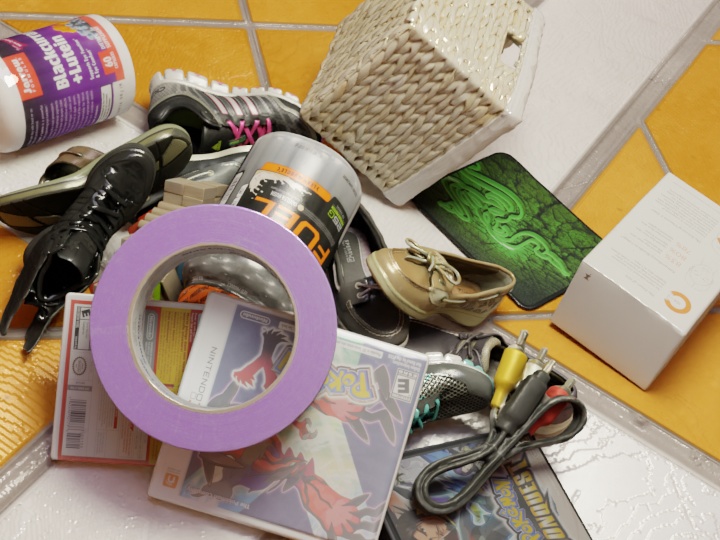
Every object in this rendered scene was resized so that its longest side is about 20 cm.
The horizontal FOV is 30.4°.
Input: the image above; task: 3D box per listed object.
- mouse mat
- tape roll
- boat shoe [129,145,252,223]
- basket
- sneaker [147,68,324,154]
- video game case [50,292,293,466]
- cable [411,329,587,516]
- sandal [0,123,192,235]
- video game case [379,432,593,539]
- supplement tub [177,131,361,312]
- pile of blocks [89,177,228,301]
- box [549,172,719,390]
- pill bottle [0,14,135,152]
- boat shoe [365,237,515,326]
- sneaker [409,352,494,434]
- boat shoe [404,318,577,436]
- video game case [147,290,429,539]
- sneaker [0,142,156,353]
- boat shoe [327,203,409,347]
[{"bbox_3d":[0.170,-0.049,1.461,0.161,0.008,0.200,-26,58,-34],"label":"mouse mat"},{"bbox_3d":[-0.119,0.048,1.096,0.200,0.066,0.201,0,84,-1],"label":"tape roll"},{"bbox_3d":[-0.145,-0.083,1.357,0.200,0.072,0.068,-6,55,-15],"label":"boat shoe"},{"bbox_3d":[0.066,-0.215,1.422,0.161,0.200,0.198,38,43,-19],"label":"basket"},{"bbox_3d":[-0.139,-0.152,1.422,0.199,0.074,0.088,14,49,0],"label":"sneaker"},{"bbox_3d":[-0.161,0.099,1.151,0.199,0.017,0.143,5,87,-10],"label":"video game case"},{"bbox_3d":[0.127,0.152,1.189,0.097,0.050,0.200,43,72,-6],"label":"cable"},{"bbox_3d":[-0.260,-0.093,1.290,0.201,0.080,0.057,-25,61,-4],"label":"sandal"},{"bbox_3d":[0.111,0.235,1.161,0.180,0.026,0.200,-9,51,-24],"label":"video game case"},{"bbox_3d":[-0.089,-0.022,1.258,0.122,0.123,0.200,23,62,6],"label":"supplement tub"},{"bbox_3d":[-0.199,-0.013,1.271,0.062,0.082,0.200,15,51,24],"label":"pile of blocks"},{"bbox_3d":[0.310,0.008,1.382,0.124,0.098,0.200,37,48,15],"label":"box"},{"bbox_3d":[-0.342,-0.186,1.363,0.200,0.112,0.111,-26,59,-34],"label":"pill bottle"},{"bbox_3d":[0.078,0.005,1.276,0.200,0.063,0.073,12,45,-56],"label":"boat shoe"},{"bbox_3d":[0.026,0.130,1.202,0.199,0.078,0.091,-3,45,-7],"label":"sneaker"},{"bbox_3d":[0.117,0.089,1.272,0.200,0.065,0.072,27,49,11],"label":"boat shoe"},{"bbox_3d":[-0.060,0.132,1.133,0.200,0.023,0.183,17,85,-1],"label":"video game case"},{"bbox_3d":[-0.255,-0.024,1.216,0.060,0.200,0.104,41,8,-27],"label":"sneaker"},{"bbox_3d":[0.000,0.000,1.304,0.067,0.057,0.200,-11,39,-9],"label":"boat shoe"}]
